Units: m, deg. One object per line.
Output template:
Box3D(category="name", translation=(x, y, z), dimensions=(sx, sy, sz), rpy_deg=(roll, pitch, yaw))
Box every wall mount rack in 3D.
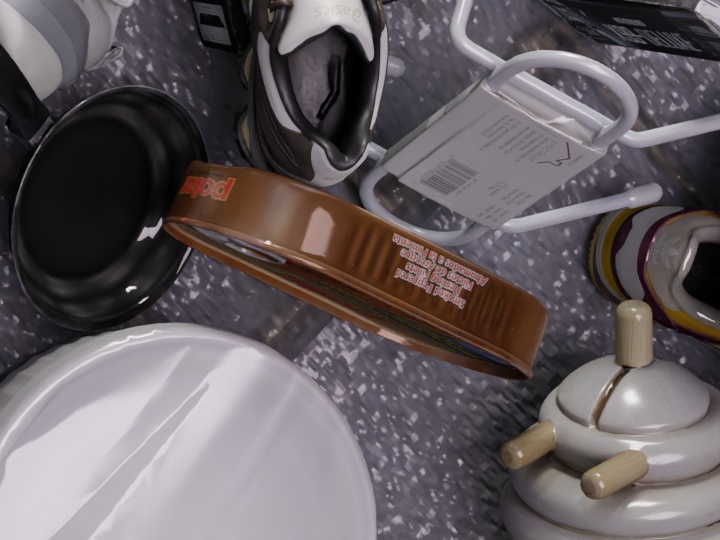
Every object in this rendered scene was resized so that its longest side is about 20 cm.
Box3D(category="wall mount rack", translation=(0.092, -0.066, 1.381), dimensions=(0.174, 0.200, 0.075), rpy_deg=(27, 61, -17))

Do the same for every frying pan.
Box3D(category="frying pan", translation=(-0.139, -0.038, 1.320), dimensions=(0.190, 0.031, 0.115), rpy_deg=(20, 92, -48))

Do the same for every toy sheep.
Box3D(category="toy sheep", translation=(0.129, 0.111, 1.446), dimensions=(0.138, 0.138, 0.200), rpy_deg=(-8, 117, -24))

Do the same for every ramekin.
Box3D(category="ramekin", translation=(-0.100, 0.117, 1.359), dimensions=(0.202, 0.094, 0.203), rpy_deg=(-4, 101, -25))

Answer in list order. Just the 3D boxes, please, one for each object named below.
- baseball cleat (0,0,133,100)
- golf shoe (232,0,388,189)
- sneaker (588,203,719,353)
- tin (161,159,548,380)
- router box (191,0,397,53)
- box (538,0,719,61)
Box3D(category="baseball cleat", translation=(-0.159, -0.175, 1.309), dimensions=(0.106, 0.070, 0.200), rpy_deg=(-29, 119, -25))
Box3D(category="golf shoe", translation=(-0.018, -0.134, 1.301), dimensions=(0.078, 0.094, 0.200), rpy_deg=(-10, 101, -16))
Box3D(category="sneaker", translation=(0.213, 0.021, 1.492), dimensions=(0.200, 0.090, 0.075), rpy_deg=(16, 91, -26))
Box3D(category="tin", translation=(0.000, 0.000, 1.372), dimensions=(0.200, 0.112, 0.042), rpy_deg=(26, 77, -36))
Box3D(category="router box", translation=(0.006, -0.200, 1.380), dimensions=(0.200, 0.051, 0.150), rpy_deg=(-19, 106, -19))
Box3D(category="box", translation=(0.184, -0.194, 1.408), dimensions=(0.050, 0.158, 0.200), rpy_deg=(37, 83, -25))
